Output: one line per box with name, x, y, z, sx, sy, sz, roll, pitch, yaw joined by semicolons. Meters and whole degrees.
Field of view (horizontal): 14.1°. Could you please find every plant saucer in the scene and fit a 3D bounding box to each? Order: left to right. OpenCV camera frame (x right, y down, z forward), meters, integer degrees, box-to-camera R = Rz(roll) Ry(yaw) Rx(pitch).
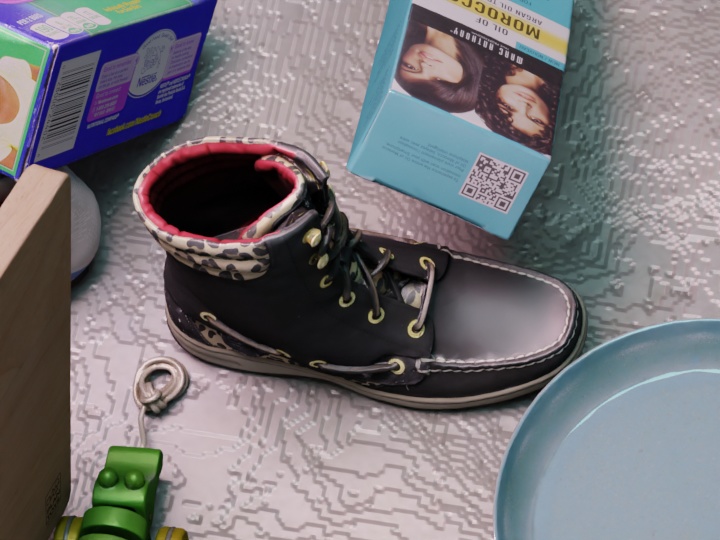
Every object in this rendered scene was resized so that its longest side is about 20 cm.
plant saucer;0.160;0.116;1.327;0.200;0.027;0.201;-2;62;5

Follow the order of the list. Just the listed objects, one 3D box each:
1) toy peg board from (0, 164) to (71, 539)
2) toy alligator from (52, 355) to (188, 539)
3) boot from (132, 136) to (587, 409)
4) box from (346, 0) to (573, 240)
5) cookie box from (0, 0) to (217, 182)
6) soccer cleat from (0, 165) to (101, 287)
toy peg board;-0.202;0.080;1.213;0.098;0.200;0.200;15;43;11
toy alligator;-0.110;0.118;1.333;0.059;0.054;0.200;5;63;7
boot;-0.001;0.001;1.326;0.203;0.154;0.074;5;68;9
box;0.051;-0.100;1.373;0.082;0.049;0.200;23;33;-7
cookie box;-0.197;-0.128;1.406;0.200;0.171;0.075;25;111;16
soccer cleat;-0.217;0.004;1.384;0.200;0.086;0.070;-30;64;-11
